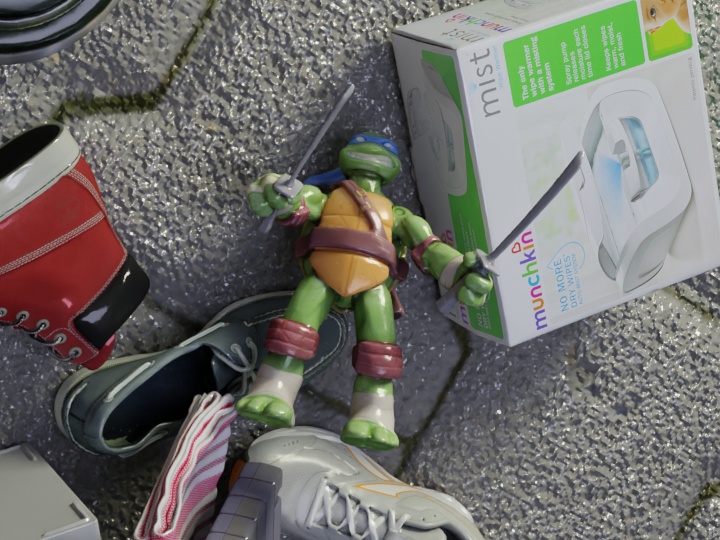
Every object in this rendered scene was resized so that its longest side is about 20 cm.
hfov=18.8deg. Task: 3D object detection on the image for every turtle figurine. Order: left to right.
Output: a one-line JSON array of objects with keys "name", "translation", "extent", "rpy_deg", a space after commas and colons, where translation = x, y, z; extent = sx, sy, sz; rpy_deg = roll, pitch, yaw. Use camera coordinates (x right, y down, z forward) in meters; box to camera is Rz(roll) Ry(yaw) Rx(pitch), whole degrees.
[{"name": "turtle figurine", "translation": [0.000, 0.000, 1.290], "extent": [0.144, 0.200, 0.195], "rpy_deg": [21, 76, -38]}]

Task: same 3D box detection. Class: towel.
[{"name": "towel", "translation": [-0.111, 0.189, 1.307], "extent": [0.030, 0.147, 0.201], "rpy_deg": [12, 124, 6]}]

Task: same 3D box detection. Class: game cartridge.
[{"name": "game cartridge", "translation": [-0.081, 0.236, 1.353], "extent": [0.038, 0.130, 0.201], "rpy_deg": [10, 118, 14]}]

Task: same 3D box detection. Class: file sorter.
[{"name": "file sorter", "translation": [-0.255, 0.207, 1.272], "extent": [0.199, 0.139, 0.125], "rpy_deg": [-18, 112, -20]}]

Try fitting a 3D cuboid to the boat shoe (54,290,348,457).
[{"name": "boat shoe", "translation": [-0.089, 0.069, 1.358], "extent": [0.199, 0.062, 0.073], "rpy_deg": [-18, 109, -21]}]

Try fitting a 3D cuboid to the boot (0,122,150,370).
[{"name": "boot", "translation": [-0.223, 0.025, 1.281], "extent": [0.200, 0.072, 0.145], "rpy_deg": [-35, 116, -18]}]

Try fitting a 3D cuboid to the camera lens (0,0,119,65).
[{"name": "camera lens", "translation": [-0.211, -0.199, 1.155], "extent": [0.159, 0.200, 0.161], "rpy_deg": [-6, 105, -24]}]

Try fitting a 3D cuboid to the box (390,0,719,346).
[{"name": "box", "translation": [0.128, -0.079, 1.408], "extent": [0.176, 0.097, 0.201], "rpy_deg": [-19, 111, -23]}]

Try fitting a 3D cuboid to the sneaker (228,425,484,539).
[{"name": "sneaker", "translation": [0.011, 0.161, 1.412], "extent": [0.199, 0.092, 0.076], "rpy_deg": [22, 93, -27]}]
